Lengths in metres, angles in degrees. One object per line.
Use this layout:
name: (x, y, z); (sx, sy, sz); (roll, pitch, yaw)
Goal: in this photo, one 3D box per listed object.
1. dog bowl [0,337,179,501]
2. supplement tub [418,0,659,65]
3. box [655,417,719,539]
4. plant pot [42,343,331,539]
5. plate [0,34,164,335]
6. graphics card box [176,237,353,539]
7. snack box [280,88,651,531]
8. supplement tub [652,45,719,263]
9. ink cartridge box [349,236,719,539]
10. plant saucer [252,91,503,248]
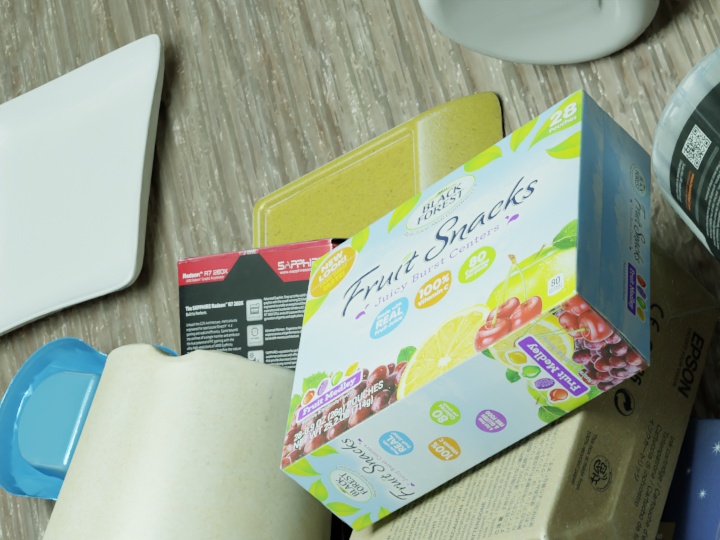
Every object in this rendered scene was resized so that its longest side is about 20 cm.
dog bowl: (-0.161, 0.106, 1.747); (0.200, 0.050, 0.112); (2, 70, 48)
supplement tub: (0.110, -0.239, 1.586); (0.145, 0.145, 0.200); (-18, 56, 40)
box: (0.200, 0.136, 1.361); (0.200, 0.032, 0.121); (-3, 66, 47)
plant pot: (-0.092, 0.144, 1.474); (0.200, 0.200, 0.184); (-2, 71, 46)
plate: (-0.210, -0.049, 1.903); (0.200, 0.032, 0.200); (-20, 55, 38)
graphics card box: (-0.046, 0.086, 1.579); (0.125, 0.051, 0.200); (-7, 82, 38)
snack box: (0.057, 0.021, 1.407); (0.200, 0.068, 0.169); (-31, 31, 29)
supplement tub: (0.241, -0.026, 1.340); (0.123, 0.122, 0.200); (-49, 41, 14)
ink cartridge box: (0.089, 0.093, 1.423); (0.165, 0.075, 0.200); (-20, 39, 47)
plant saucer: (0.000, 0.000, 1.639); (0.200, 0.048, 0.200); (-27, 51, 34)
